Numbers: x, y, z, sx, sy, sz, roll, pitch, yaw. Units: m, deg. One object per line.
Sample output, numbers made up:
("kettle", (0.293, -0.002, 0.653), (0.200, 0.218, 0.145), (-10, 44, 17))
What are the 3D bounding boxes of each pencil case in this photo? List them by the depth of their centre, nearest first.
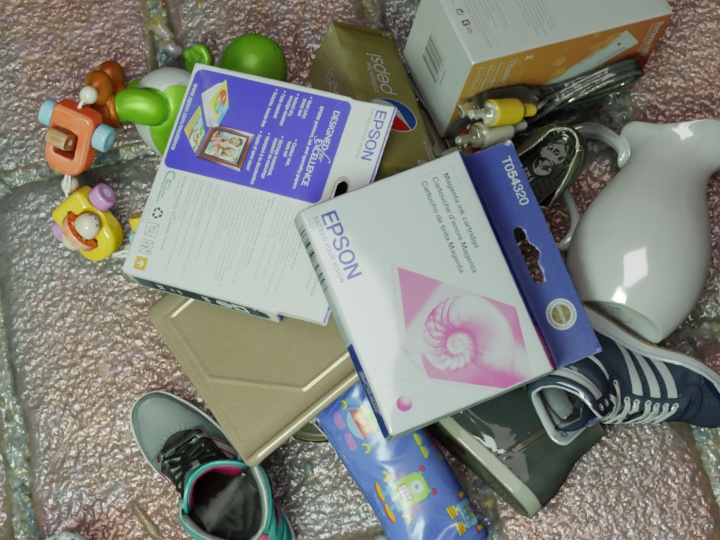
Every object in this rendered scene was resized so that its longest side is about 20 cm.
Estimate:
("pencil case", (0.027, 0.165, 1.597), (0.087, 0.078, 0.200), (-31, 86, -7))

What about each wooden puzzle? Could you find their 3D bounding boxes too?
("wooden puzzle", (-0.067, 0.044, 1.593), (0.185, 0.037, 0.200), (-39, 56, 4))

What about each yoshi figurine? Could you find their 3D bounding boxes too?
("yoshi figurine", (-0.149, -0.175, 1.721), (0.199, 0.112, 0.113), (2, 65, 4))

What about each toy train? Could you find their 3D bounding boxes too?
("toy train", (-0.216, -0.064, 1.672), (0.200, 0.056, 0.150), (29, 119, 11))

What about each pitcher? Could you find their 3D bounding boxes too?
("pitcher", (0.231, -0.042, 1.652), (0.171, 0.121, 0.200), (8, 62, 27))

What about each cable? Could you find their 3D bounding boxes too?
("cable", (0.157, -0.135, 1.640), (0.200, 0.097, 0.050), (-12, 70, -26))

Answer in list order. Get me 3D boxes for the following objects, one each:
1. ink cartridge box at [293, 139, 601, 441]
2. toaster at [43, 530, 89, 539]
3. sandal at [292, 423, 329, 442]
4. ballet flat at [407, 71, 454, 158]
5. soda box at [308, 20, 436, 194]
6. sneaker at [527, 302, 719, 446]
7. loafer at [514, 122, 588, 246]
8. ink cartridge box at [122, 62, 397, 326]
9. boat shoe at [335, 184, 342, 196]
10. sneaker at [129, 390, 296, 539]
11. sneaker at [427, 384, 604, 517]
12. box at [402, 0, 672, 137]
("ink cartridge box", (0.074, 0.010, 1.513), (0.200, 0.043, 0.197), (-22, 82, -11))
("toaster", (-0.266, 0.309, 1.582), (0.200, 0.114, 0.129), (-28, 71, -2))
("sandal", (-0.080, 0.079, 1.663), (0.200, 0.055, 0.082), (41, 81, 11))
("ballet flat", (0.074, -0.093, 1.694), (0.064, 0.067, 0.200), (-12, 65, -22))
("soda box", (0.010, -0.132, 1.654), (0.064, 0.068, 0.200), (7, 42, -23))
("sneaker", (0.226, 0.111, 1.582), (0.200, 0.070, 0.109), (27, 48, -12))
("loafer", (0.121, -0.057, 1.612), (0.075, 0.070, 0.200), (39, 81, 7))
("ink cartridge box", (-0.081, -0.062, 1.588), (0.200, 0.043, 0.199), (14, 79, 23))
("boat shoe", (-0.064, -0.092, 1.709), (0.200, 0.065, 0.071), (-18, 73, -1))
("sneaker", (-0.136, 0.174, 1.606), (0.084, 0.121, 0.200), (-42, 74, -8))
("sneaker", (0.112, 0.111, 1.636), (0.200, 0.075, 0.106), (45, 77, 6))
("box", (0.155, -0.210, 1.664), (0.200, 0.124, 0.098), (-16, 67, -18))
